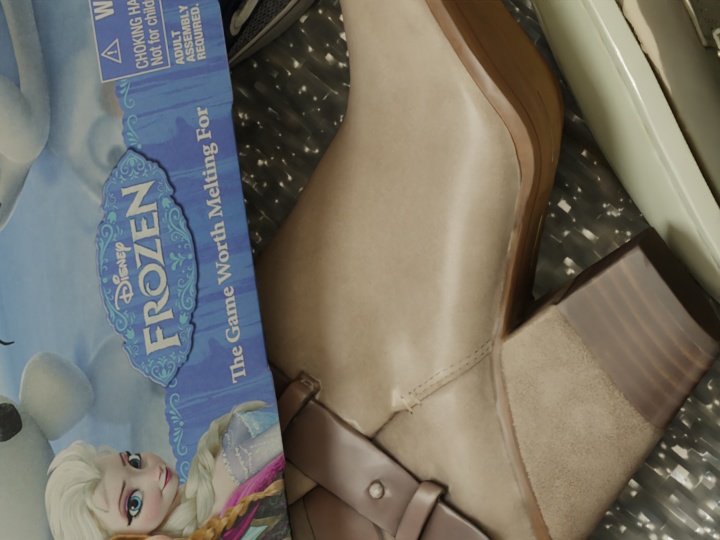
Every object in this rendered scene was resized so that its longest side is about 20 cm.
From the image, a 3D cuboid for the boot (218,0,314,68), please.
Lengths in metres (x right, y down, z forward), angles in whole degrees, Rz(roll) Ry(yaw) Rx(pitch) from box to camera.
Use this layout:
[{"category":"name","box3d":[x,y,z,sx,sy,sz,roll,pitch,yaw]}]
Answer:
[{"category":"boot","box3d":[-0.095,-0.054,0.833,0.200,0.090,0.073,-45,78,4]}]

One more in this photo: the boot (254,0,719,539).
[{"category":"boot","box3d":[0.000,0.000,0.811,0.146,0.070,0.200,-37,80,19]}]

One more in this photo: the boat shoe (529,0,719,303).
[{"category":"boat shoe","box3d":[0.076,-0.086,0.812,0.060,0.072,0.202,-27,88,-10]}]

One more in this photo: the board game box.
[{"category":"board game box","box3d":[-0.118,0.012,0.726,0.198,0.043,0.201,-16,104,-31]}]
